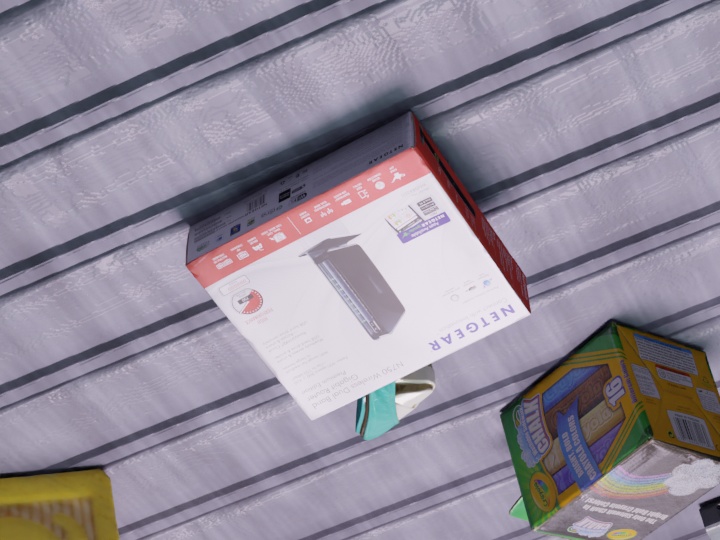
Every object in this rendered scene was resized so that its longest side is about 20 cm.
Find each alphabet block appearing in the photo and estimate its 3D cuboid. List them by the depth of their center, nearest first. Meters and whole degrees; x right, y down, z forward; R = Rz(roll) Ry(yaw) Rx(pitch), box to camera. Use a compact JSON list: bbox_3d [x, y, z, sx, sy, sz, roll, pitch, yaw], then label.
[{"bbox_3d":[-0.303,0.311,1.863,0.194,0.198,0.201,-6,144,-14],"label":"alphabet block"}]

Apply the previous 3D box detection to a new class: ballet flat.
[{"bbox_3d":[0.028,0.077,1.757,0.070,0.068,0.201,2,143,4],"label":"ballet flat"}]

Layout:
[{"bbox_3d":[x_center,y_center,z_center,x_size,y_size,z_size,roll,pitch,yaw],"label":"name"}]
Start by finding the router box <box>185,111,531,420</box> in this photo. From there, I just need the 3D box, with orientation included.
[{"bbox_3d":[0.000,0.000,1.616,0.199,0.049,0.180,-27,123,18],"label":"router box"}]

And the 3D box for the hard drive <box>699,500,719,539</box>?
[{"bbox_3d":[0.451,0.240,2.156,0.199,0.033,0.140,-23,143,13],"label":"hard drive"}]

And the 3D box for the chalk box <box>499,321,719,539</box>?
[{"bbox_3d":[0.212,0.159,1.890,0.124,0.125,0.200,17,136,-37],"label":"chalk box"}]
